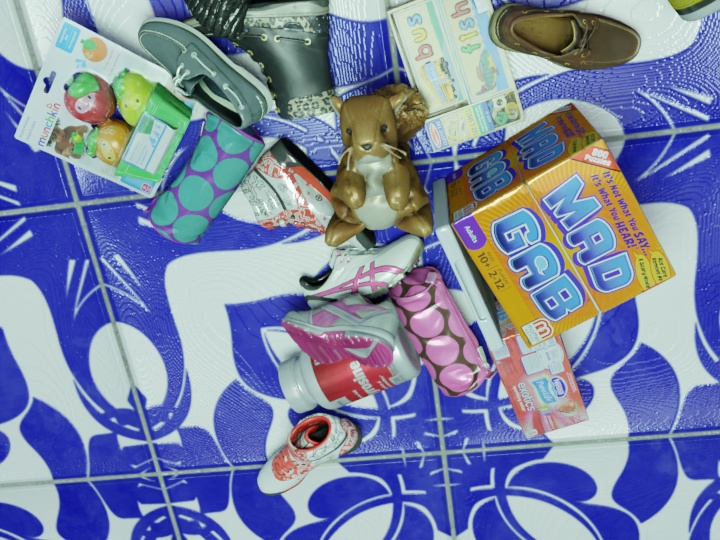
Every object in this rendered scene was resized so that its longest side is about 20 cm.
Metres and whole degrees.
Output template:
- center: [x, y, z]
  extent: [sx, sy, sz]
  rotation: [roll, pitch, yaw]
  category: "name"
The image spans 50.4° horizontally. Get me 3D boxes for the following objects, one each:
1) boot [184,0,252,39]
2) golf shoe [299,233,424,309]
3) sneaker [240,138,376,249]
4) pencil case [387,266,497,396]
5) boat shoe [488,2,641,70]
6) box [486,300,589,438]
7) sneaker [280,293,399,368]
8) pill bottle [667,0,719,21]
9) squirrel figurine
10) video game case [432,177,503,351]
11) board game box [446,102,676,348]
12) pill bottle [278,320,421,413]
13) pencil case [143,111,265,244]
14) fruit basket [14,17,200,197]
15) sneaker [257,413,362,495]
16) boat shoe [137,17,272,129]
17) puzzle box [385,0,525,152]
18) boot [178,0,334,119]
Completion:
- center: [-0.155, -0.393, 0.910]
  extent: [0.079, 0.211, 0.158]
  rotation: [13, 135, -27]
  category: "boot"
- center: [0.000, 0.000, 1.118]
  extent: [0.200, 0.073, 0.092]
  rotation: [-34, 105, 17]
  category: "golf shoe"
- center: [-0.078, -0.082, 1.092]
  extent: [0.108, 0.067, 0.201]
  rotation: [-41, 101, 20]
  category: "sneaker"
- center: [0.122, 0.089, 1.140]
  extent: [0.094, 0.091, 0.200]
  rotation: [-10, 120, 47]
  category: "pencil case"
- center: [0.263, -0.290, 0.963]
  extent: [0.199, 0.068, 0.072]
  rotation: [6, 110, -11]
  category: "boat shoe"
- center: [0.257, 0.137, 1.129]
  extent: [0.102, 0.095, 0.200]
  rotation: [-20, 121, 13]
  category: "box"
- center: [-0.023, 0.079, 1.084]
  extent: [0.200, 0.088, 0.081]
  rotation: [5, 138, 35]
  category: "sneaker"
- center: [0.371, -0.402, 0.891]
  extent: [0.111, 0.111, 0.200]
  rotation: [-38, 106, 19]
  category: "pill bottle"
- center: [0.018, -0.157, 0.972]
  extent: [0.141, 0.200, 0.187]
  rotation: [-1, 138, 14]
  category: "squirrel figurine"
- center: [0.143, -0.015, 1.029]
  extent: [0.022, 0.200, 0.183]
  rotation: [-22, 110, 13]
  category: "video game case"
- center: [0.249, -0.064, 1.000]
  extent: [0.200, 0.200, 0.200]
  rotation: [-30, 108, 16]
  category: "board game box"
- center: [-0.018, 0.142, 1.159]
  extent: [0.200, 0.112, 0.112]
  rotation: [-24, 110, 14]
  category: "pill bottle"
- center: [-0.218, -0.131, 1.069]
  extent: [0.092, 0.085, 0.200]
  rotation: [36, 111, -6]
  category: "pencil case"
- center: [-0.337, -0.208, 1.029]
  extent: [0.200, 0.094, 0.185]
  rotation: [23, 114, -26]
  category: "fruit basket"
- center: [-0.104, 0.291, 1.223]
  extent: [0.201, 0.067, 0.108]
  rotation: [-31, 149, 13]
  category: "sneaker"
- center: [-0.209, -0.251, 0.981]
  extent: [0.200, 0.062, 0.073]
  rotation: [34, 145, 0]
  category: "boat shoe"
- center: [0.127, -0.271, 1.015]
  extent: [0.133, 0.025, 0.200]
  rotation: [-18, 111, 13]
  category: "puzzle box"
- center: [-0.131, -0.274, 1.010]
  extent: [0.203, 0.074, 0.154]
  rotation: [-4, 117, 9]
  category: "boot"
